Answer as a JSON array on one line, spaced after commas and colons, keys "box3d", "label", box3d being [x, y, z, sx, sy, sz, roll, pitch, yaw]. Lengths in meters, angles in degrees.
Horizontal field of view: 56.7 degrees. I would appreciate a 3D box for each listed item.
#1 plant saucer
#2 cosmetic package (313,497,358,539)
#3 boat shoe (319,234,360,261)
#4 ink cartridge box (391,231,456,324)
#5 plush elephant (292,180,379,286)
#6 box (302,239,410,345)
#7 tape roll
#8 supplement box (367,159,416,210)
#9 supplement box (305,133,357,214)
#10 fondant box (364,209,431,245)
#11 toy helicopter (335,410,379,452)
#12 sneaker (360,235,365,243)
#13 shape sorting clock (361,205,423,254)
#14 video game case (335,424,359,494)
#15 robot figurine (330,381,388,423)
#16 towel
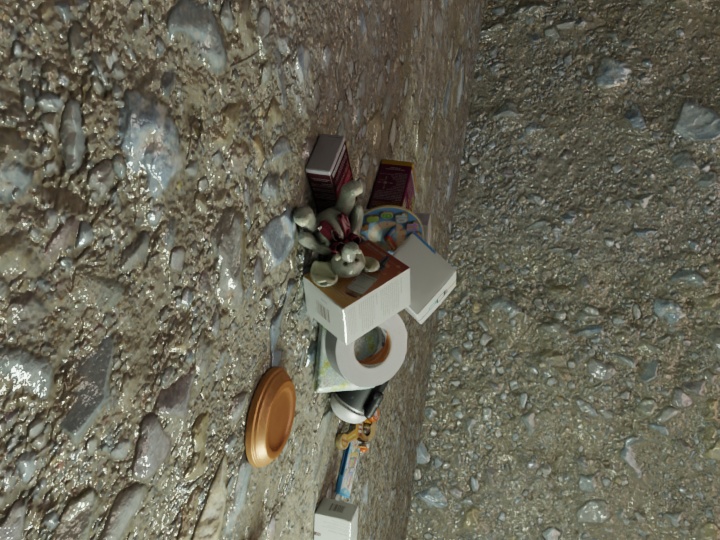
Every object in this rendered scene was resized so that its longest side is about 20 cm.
[{"box3d": [-0.177, 0.301, 1.365, 0.200, 0.037, 0.205, 8, 90, -74], "label": "plant saucer"}, {"box3d": [-0.070, 0.751, 1.861, 0.081, 0.110, 0.205, -41, 135, -67], "label": "cosmetic package"}, {"box3d": [-0.049, -0.064, 1.575, 0.066, 0.070, 0.204, 78, 29, -64], "label": "boat shoe"}, {"box3d": [0.144, 0.024, 1.684, 0.146, 0.147, 0.200, -46, 167, -2], "label": "ink cartridge box"}, {"box3d": [-0.043, -0.054, 1.413, 0.162, 0.156, 0.202, -26, 154, -21], "label": "plush elephant"}, {"box3d": [-0.006, 0.044, 1.494, 0.198, 0.151, 0.108, -30, 134, -29], "label": "box"}, {"box3d": [0.015, 0.176, 1.612, 0.066, 0.196, 0.206, 20, -75, 62], "label": "tape roll"}, {"box3d": [0.095, -0.205, 1.969, 0.132, 0.101, 0.204, 74, 28, -57], "label": "supplement box"}, {"box3d": [-0.061, -0.190, 1.484, 0.202, 0.059, 0.110, 77, 27, -52], "label": "supplement box"}, {"box3d": [0.098, -0.092, 1.853, 0.059, 0.195, 0.146, -75, 164, -44], "label": "fondant box"}, {"box3d": [-0.012, 0.492, 1.991, 0.199, 0.077, 0.136, -16, 97, -57], "label": "toy helicopter"}, {"box3d": [0.000, 0.000, 1.681, 0.085, 0.073, 0.205, -23, 97, -89], "label": "sneaker"}, {"box3d": [0.071, -0.090, 1.771, 0.040, 0.195, 0.203, -98, -179, -47], "label": "shape sorting clock"}, {"box3d": [-0.033, 0.598, 2.084, 0.144, 0.017, 0.204, 65, 36, -65], "label": "video game case"}, {"box3d": [0.001, 0.312, 1.792, 0.203, 0.123, 0.150, -61, 178, 8], "label": "robot figurine"}, {"box3d": [-0.030, 0.198, 1.656, 0.048, 0.167, 0.205, 19, -74, 62], "label": "towel"}]
